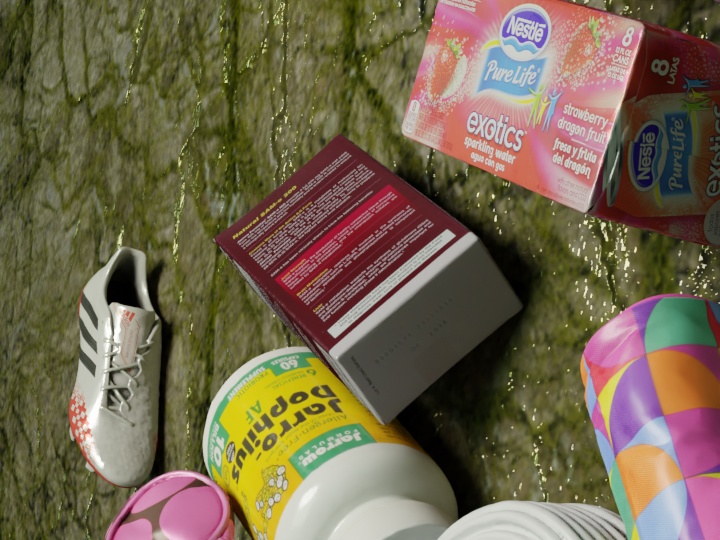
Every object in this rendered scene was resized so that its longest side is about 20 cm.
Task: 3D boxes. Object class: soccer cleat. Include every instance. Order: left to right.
[{"bbox_3d":[-0.185,0.073,1.527,0.085,0.068,0.201,125,148,-43],"label":"soccer cleat"}]

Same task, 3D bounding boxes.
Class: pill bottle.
[{"bbox_3d":[-0.011,0.134,1.143,0.200,0.112,0.114,46,120,57],"label":"pill bottle"}]

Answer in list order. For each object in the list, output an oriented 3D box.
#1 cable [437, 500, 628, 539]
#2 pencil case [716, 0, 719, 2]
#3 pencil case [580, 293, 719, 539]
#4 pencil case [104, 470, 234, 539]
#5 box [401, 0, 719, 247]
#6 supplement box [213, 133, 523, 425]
[{"bbox_3d":[0.081,0.211,0.951,0.200,0.069,0.202,-2,77,60],"label":"cable"},{"bbox_3d":[0.162,-0.175,0.978,0.200,0.087,0.088,30,106,61],"label":"pencil case"},{"bbox_3d":[0.158,0.108,0.880,0.088,0.088,0.201,-51,39,40],"label":"pencil case"},{"bbox_3d":[-0.084,0.221,1.183,0.093,0.201,0.091,13,47,39],"label":"pencil case"},{"bbox_3d":[0.116,-0.085,1.010,0.200,0.099,0.096,31,107,60],"label":"box"},{"bbox_3d":[0.000,0.000,1.178,0.109,0.061,0.200,-39,32,-5],"label":"supplement box"}]
